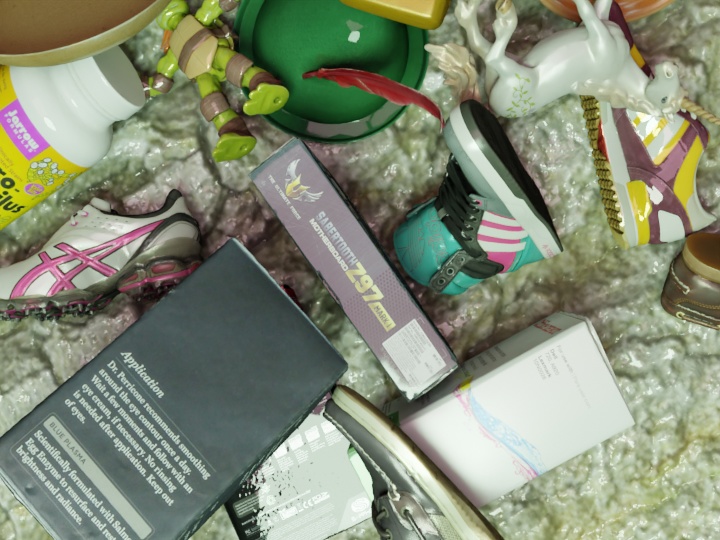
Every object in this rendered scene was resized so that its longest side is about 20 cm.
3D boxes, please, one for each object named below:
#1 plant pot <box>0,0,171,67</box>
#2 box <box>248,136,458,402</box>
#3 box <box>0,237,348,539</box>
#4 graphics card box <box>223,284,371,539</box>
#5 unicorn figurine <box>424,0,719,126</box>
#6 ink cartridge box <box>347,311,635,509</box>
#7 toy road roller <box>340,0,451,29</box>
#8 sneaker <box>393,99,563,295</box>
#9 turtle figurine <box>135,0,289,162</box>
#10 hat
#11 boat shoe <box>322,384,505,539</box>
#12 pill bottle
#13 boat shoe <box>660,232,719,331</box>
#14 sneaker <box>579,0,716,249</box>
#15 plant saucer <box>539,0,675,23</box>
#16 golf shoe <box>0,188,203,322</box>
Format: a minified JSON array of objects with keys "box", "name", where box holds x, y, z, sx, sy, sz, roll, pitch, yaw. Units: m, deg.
[{"box":[-0.225,-0.218,0.748,0.195,0.028,0.203,-7,46,7],"name":"plant pot"},{"box":[0.000,0.000,0.742,0.051,0.158,0.202,-35,86,2],"name":"box"},{"box":[-0.128,0.111,0.652,0.118,0.197,0.200,46,68,5],"name":"box"},{"box":[-0.072,0.130,0.799,0.124,0.051,0.203,-26,86,2],"name":"graphics card box"},{"box":[0.156,-0.158,0.700,0.196,0.075,0.139,-11,124,20],"name":"unicorn figurine"},{"box":[0.096,0.117,0.740,0.197,0.145,0.085,-29,89,3],"name":"ink cartridge box"},{"box":[0.042,-0.262,0.729,0.120,0.200,0.149,18,99,5],"name":"toy road roller"},{"box":[0.074,-0.046,0.735,0.119,0.200,0.085,-25,57,15],"name":"sneaker"},{"box":[-0.135,-0.170,0.798,0.200,0.064,0.162,-42,68,15],"name":"turtle figurine"},{"box":[-0.020,-0.192,0.736,0.195,0.176,0.170,10,90,4],"name":"hat"},{"box":[0.039,0.165,0.636,0.065,0.072,0.200,-42,95,-2],"name":"boat shoe"},{"box":[-0.274,-0.110,0.775,0.198,0.104,0.106,-31,87,14],"name":"pill bottle"},{"box":[0.342,0.028,0.769,0.196,0.071,0.071,17,128,6],"name":"boat shoe"},{"box":[0.231,-0.124,0.773,0.088,0.075,0.205,-11,98,4],"name":"sneaker"},{"box":[0.206,-0.294,0.747,0.195,0.038,0.203,-7,129,-9],"name":"plant saucer"},{"box":[-0.230,-0.010,0.805,0.195,0.073,0.094,-12,82,-6],"name":"golf shoe"}]
